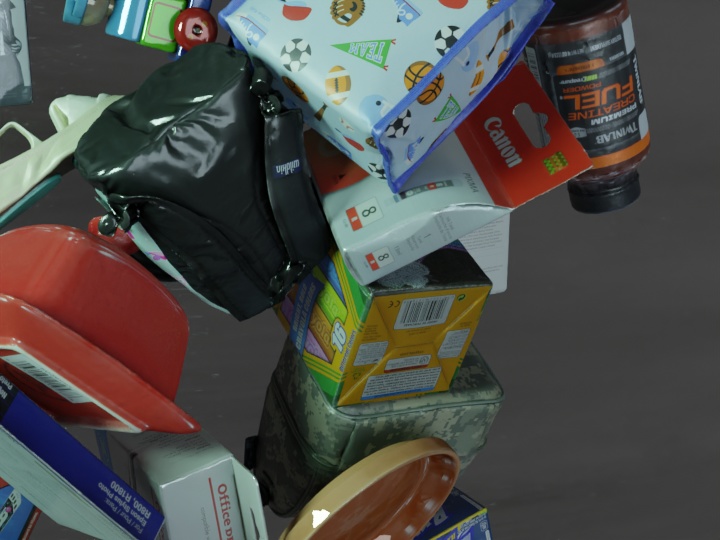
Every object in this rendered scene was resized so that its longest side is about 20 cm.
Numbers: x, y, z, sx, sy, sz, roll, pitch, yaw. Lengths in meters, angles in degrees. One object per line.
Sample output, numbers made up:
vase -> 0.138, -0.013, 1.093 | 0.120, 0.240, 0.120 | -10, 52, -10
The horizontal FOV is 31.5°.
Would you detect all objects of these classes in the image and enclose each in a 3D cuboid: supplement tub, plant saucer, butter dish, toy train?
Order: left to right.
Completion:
butter dish -> -0.216, 0.026, 0.976 | 0.200, 0.198, 0.149 | 42, 61, -35
toy train -> -0.154, -0.269, 0.981 | 0.115, 0.085, 0.202 | 12, 98, -20
plant saucer -> -0.002, 0.211, 1.070 | 0.199, 0.032, 0.201 | -32, 151, -20
supplement tub -> 0.219, -0.158, 1.222 | 0.106, 0.107, 0.202 | -27, 117, -22

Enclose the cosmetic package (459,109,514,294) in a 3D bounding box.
cosmetic package -> 0.075, -0.084, 1.155 | 0.084, 0.107, 0.202 | -8, 109, -30

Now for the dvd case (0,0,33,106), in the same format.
dvd case -> -0.319, -0.214, 0.921 | 0.149, 0.025, 0.202 | -10, 109, -29

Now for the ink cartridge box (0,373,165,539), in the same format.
ink cartridge box -> -0.240, 0.135, 0.951 | 0.200, 0.199, 0.041 | 48, 64, -28

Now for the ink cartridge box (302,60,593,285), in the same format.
ink cartridge box -> 0.060, -0.093, 1.001 | 0.199, 0.163, 0.050 | -29, 131, 6

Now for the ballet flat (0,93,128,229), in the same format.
ballet flat -> -0.238, -0.097, 0.987 | 0.199, 0.069, 0.070 | -36, 120, -17

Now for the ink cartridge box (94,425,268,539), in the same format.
ink cartridge box -> -0.147, 0.190, 1.041 | 0.066, 0.200, 0.117 | -18, 113, -26

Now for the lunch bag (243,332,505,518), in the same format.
lunch bag -> 0.007, 0.142, 1.161 | 0.198, 0.140, 0.169 | -3, 127, -31

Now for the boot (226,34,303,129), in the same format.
boot -> -0.049, -0.190, 1.071 | 0.199, 0.069, 0.176 | -5, 113, -40

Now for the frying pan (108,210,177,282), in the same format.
frying pan -> -0.160, -0.086, 1.053 | 0.114, 0.031, 0.192 | -7, 98, -35

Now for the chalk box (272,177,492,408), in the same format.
chalk box -> 0.000, 0.000, 1.092 | 0.124, 0.200, 0.125 | -4, 130, -30

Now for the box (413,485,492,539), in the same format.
box -> 0.036, 0.295, 1.268 | 0.199, 0.064, 0.071 | -25, 116, -24

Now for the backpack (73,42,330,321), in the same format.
backpack -> -0.108, -0.062, 0.978 | 0.166, 0.127, 0.200 | -34, 134, -1

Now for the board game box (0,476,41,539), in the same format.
board game box -> -0.332, 0.231, 1.048 | 0.102, 0.019, 0.201 | 25, 90, -34

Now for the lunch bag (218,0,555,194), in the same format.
lunch bag -> 0.026, -0.190, 0.959 | 0.200, 0.170, 0.124 | -49, 162, -10
